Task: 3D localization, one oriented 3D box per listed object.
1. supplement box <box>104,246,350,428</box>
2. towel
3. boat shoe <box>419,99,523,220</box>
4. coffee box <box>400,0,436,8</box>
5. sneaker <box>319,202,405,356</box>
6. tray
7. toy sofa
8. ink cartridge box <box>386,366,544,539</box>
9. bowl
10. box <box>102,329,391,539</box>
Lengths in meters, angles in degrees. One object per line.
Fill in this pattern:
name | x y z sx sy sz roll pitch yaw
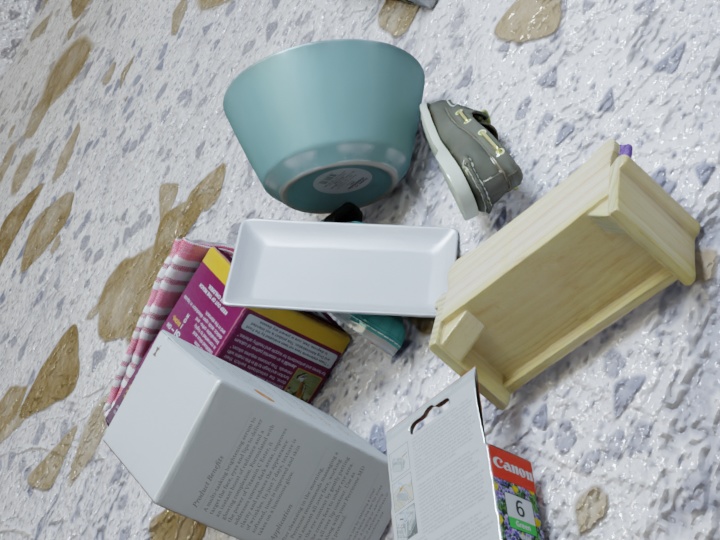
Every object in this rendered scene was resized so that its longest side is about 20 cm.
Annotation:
supplement box | -0.125 0.103 1.281 0.201 0.130 0.103 -57 41 6
towel | -0.154 0.069 1.328 0.030 0.145 0.202 40 110 47
boat shoe | 0.095 -0.106 1.194 0.060 0.073 0.202 -25 25 5
coffee box | 0.034 -0.366 1.497 0.115 0.079 0.200 -60 29 1
sneaker | 0.000 0.000 1.246 0.080 0.071 0.200 -50 36 9
tray | -0.015 0.002 1.190 0.022 0.197 0.108 86 -171 -47
toy sofa | 0.146 0.004 0.994 0.200 0.083 0.098 -40 20 34
ink cartridge box | 0.075 0.183 0.974 0.109 0.050 0.202 -40 40 35
bowl | -0.028 -0.125 1.305 0.200 0.199 0.106 -29 62 44
box | -0.086 0.153 1.118 0.107 0.199 0.152 -61 28 -1
